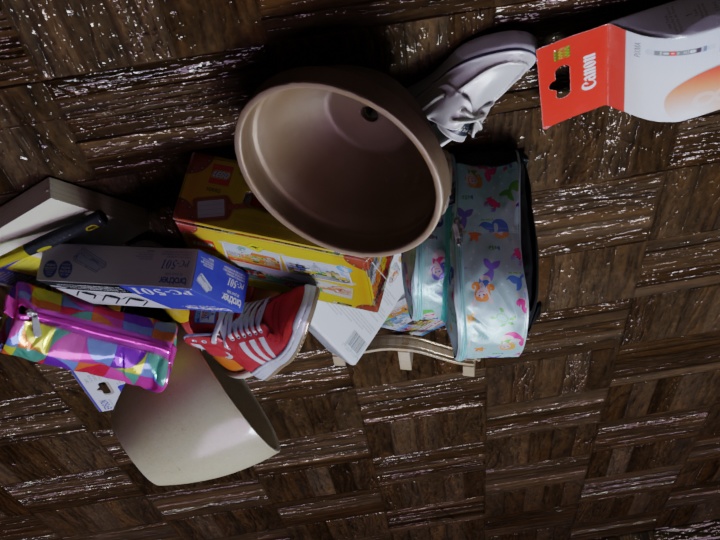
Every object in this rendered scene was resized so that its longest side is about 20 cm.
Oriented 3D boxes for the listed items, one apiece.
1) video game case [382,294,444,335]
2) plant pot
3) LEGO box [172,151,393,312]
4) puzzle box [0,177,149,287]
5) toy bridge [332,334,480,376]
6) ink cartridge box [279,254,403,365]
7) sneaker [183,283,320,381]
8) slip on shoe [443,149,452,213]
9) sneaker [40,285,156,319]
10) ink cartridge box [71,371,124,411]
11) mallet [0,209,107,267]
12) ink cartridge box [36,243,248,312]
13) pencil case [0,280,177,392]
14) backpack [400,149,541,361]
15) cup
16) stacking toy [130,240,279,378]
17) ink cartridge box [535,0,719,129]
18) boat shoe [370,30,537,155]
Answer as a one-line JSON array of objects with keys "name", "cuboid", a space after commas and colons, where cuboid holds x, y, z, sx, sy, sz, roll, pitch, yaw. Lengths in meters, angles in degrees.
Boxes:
[{"name": "video game case", "cuboid": [0.059, 0.037, 1.922, 0.143, 0.018, 0.199, -28, 151, 38]}, {"name": "plant pot", "cuboid": [-0.006, -0.115, 1.377, 0.199, 0.093, 0.202, 16, 138, 15]}, {"name": "LEGO box", "cuboid": [-0.072, -0.036, 1.528, 0.198, 0.078, 0.149, 12, 160, 9]}, {"name": "puzzle box", "cuboid": [-0.334, -0.033, 1.592, 0.199, 0.026, 0.133, -25, 153, 34]}, {"name": "toy bridge", "cuboid": [0.060, 0.109, 2.024, 0.198, 0.027, 0.067, 4, 154, 7]}, {"name": "ink cartridge box", "cuboid": [0.000, 0.000, 1.702, 0.043, 0.174, 0.200, 31, 172, 24]}, {"name": "sneaker", "cuboid": [-0.116, 0.049, 1.572, 0.112, 0.072, 0.200, 26, 152, -9]}, {"name": "slip on shoe", "cuboid": [0.003, -0.090, 1.541, 0.199, 0.061, 0.076, -2, 154, 35]}, {"name": "sneaker", "cuboid": [-0.291, 0.053, 1.757, 0.090, 0.071, 0.199, -21, 153, 36]}, {"name": "ink cartridge box", "cuboid": [-0.260, 0.124, 1.980, 0.198, 0.047, 0.198, -7, 159, -1]}, {"name": "mallet", "cuboid": [-0.340, -0.015, 1.558, 0.198, 0.041, 0.066, -18, 155, 12]}, {"name": "ink cartridge box", "cuboid": [-0.222, 0.007, 1.554, 0.198, 0.045, 0.094, 2, 165, 31]}, {"name": "pencil case", "cuboid": [-0.296, 0.073, 1.655, 0.198, 0.089, 0.088, 15, 151, -20]}, {"name": "backpack", "cuboid": [0.117, -0.008, 1.592, 0.149, 0.202, 0.178, -7, 159, -3]}, {"name": "cup", "cuboid": [-0.207, 0.171, 1.799, 0.143, 0.201, 0.200, -36, 155, 1]}, {"name": "stacking toy", "cuboid": [-0.176, 0.018, 1.695, 0.199, 0.147, 0.146, 31, 140, -29]}, {"name": "ink cartridge box", "cuboid": [0.265, -0.181, 1.403, 0.198, 0.050, 0.162, -20, 157, 1]}, {"name": "boat shoe", "cuboid": [0.086, -0.152, 1.411, 0.199, 0.066, 0.072, -26, 152, 35]}]
